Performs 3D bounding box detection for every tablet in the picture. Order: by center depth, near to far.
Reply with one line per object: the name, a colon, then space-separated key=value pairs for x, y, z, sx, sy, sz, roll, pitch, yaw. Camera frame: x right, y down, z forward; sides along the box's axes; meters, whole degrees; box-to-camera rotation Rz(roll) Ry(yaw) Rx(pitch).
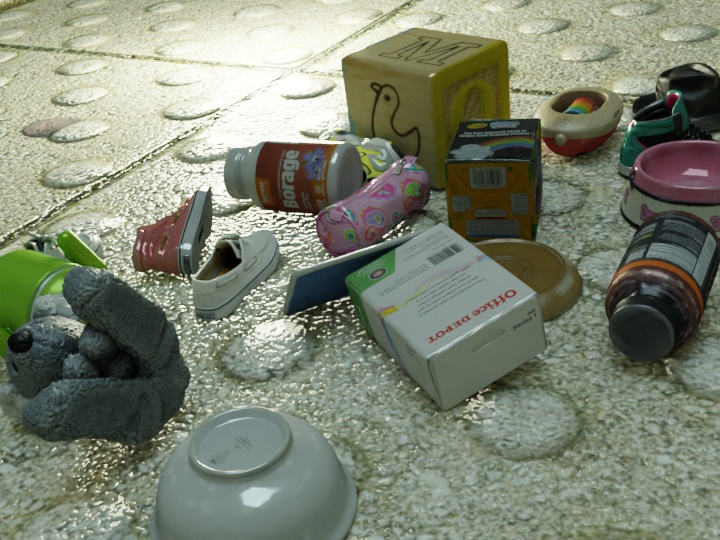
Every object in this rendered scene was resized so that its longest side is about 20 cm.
tablet: x=0.000 y=0.000 z=1.174 sx=0.198 sy=0.130 sz=0.014 roll=-18 pitch=69 yaw=-18

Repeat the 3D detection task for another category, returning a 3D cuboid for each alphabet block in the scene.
alphabet block: x=0.111 y=-0.271 z=1.538 sx=0.199 sy=0.197 sz=0.196 roll=21 pitch=41 yaw=41

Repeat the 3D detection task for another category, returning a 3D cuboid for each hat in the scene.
hat: x=0.568 y=-0.310 z=1.614 sx=0.198 sy=0.082 sz=0.201 roll=-4 pitch=29 yaw=2

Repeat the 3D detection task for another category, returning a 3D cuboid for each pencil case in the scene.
pencil case: x=0.022 y=-0.093 z=1.354 sx=0.087 sy=0.088 sz=0.200 roll=16 pitch=37 yaw=34

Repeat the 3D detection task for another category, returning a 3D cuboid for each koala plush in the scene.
koala plush: x=-0.307 y=0.102 z=1.017 sx=0.198 sy=0.183 sz=0.179 roll=1 pitch=70 yaw=33

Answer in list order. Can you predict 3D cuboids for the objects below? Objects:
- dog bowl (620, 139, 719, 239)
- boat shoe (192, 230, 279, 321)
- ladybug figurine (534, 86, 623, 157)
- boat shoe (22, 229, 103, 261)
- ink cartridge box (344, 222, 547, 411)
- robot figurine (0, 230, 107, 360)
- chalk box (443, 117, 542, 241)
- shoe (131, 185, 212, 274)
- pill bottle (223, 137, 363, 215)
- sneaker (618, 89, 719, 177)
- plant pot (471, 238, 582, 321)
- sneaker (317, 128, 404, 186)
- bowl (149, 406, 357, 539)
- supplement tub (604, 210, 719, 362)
dog bowl: x=0.464 y=-0.117 z=1.310 sx=0.198 sy=0.075 sz=0.201 roll=-6 pitch=30 yaw=3
boat shoe: x=-0.169 y=-0.014 z=1.271 sx=0.070 sy=0.071 sz=0.200 roll=7 pitch=33 yaw=23
ladybug figurine: x=0.358 y=-0.241 z=1.550 sx=0.135 sy=0.073 sz=0.200 roll=13 pitch=35 yaw=31
boat shoe: x=-0.448 y=-0.020 z=1.326 sx=0.074 sy=0.087 sz=0.202 roll=14 pitch=36 yaw=33
ink cartridge box: x=0.094 y=0.047 z=1.068 sx=0.144 sy=0.085 sz=0.200 roll=-29 pitch=36 yaw=-13
robot figurine: x=-0.393 y=0.042 z=1.176 sx=0.198 sy=0.116 sz=0.176 roll=15 pitch=52 yaw=31
chalk box: x=0.199 y=-0.142 z=1.362 sx=0.123 sy=0.125 sz=0.200 roll=1 pitch=29 yaw=16
shoe: x=-0.272 y=-0.063 z=1.377 sx=0.090 sy=0.072 sz=0.201 roll=1 pitch=34 yaw=2
pill bottle: x=-0.105 y=-0.145 z=1.443 sx=0.198 sy=0.113 sz=0.112 roll=6 pitch=32 yaw=23
sneaker: x=0.489 y=-0.209 z=1.415 sx=0.197 sy=0.122 sz=0.084 roll=-4 pitch=29 yaw=4
plant pot: x=0.182 y=0.007 z=1.202 sx=0.197 sy=0.028 sz=0.201 roll=-5 pitch=30 yaw=3
sneaker: x=-0.020 y=-0.175 z=1.519 sx=0.199 sy=0.076 sz=0.077 roll=12 pitch=59 yaw=49
bowl: x=-0.106 y=0.191 z=0.880 sx=0.198 sy=0.091 sz=0.202 roll=-5 pitch=29 yaw=3
supplement tub: x=0.339 y=0.020 z=1.066 sx=0.106 sy=0.108 sz=0.200 roll=9 pitch=34 yaw=27
